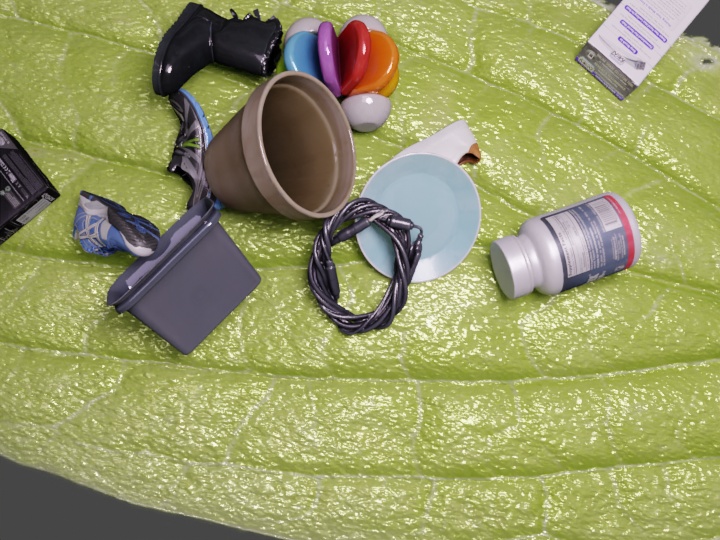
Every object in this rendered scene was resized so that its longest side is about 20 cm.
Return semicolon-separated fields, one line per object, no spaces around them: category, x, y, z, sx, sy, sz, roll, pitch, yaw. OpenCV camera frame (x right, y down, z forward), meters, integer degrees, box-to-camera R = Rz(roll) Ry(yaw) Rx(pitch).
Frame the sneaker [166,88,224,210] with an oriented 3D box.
sneaker;-0.264;-0.186;0.986;0.081;0.071;0.204;-15;85;-10

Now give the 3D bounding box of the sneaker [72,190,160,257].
sneaker;-0.361;-0.052;0.938;0.198;0.075;0.079;26;94;42

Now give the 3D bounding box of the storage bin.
storage bin;-0.250;0.014;0.934;0.200;0.145;0.135;-44;114;-8

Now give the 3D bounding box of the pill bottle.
pill bottle;0.302;-0.031;0.957;0.195;0.120;0.122;-18;82;-4

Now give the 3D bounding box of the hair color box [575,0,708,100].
hair color box;0.460;-0.395;1.045;0.109;0.065;0.201;42;81;4

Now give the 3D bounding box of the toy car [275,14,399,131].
toy car;-0.034;-0.313;0.972;0.194;0.150;0.180;-3;82;-2

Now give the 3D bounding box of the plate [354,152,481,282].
plate;0.087;-0.080;0.974;0.195;0.026;0.205;-2;111;-5

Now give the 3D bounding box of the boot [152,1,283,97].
boot;-0.213;-0.331;0.983;0.158;0.074;0.202;15;57;1

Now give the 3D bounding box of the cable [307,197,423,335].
cable;0.000;0.000;0.946;0.160;0.051;0.204;19;103;-14

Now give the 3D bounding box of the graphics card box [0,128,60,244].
graphics card box;-0.580;-0.103;0.974;0.200;0.051;0.126;-43;85;-6

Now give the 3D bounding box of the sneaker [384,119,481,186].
sneaker;0.103;-0.153;0.991;0.197;0.073;0.086;-32;81;-7

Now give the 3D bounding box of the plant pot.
plant pot;-0.130;-0.161;0.921;0.171;0.198;0.206;-9;79;37
